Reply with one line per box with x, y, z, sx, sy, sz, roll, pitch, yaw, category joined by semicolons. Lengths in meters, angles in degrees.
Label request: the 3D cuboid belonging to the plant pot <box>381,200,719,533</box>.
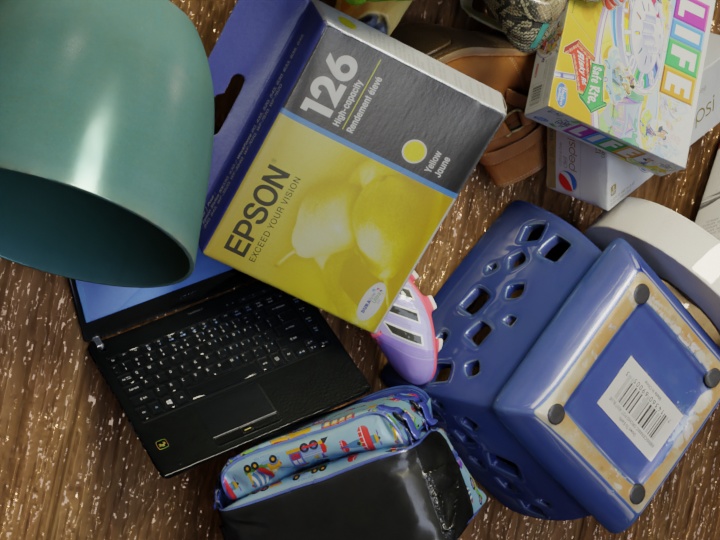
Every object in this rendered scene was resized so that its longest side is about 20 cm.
0.171;0.085;1.297;0.200;0.179;0.200;46;75;-27;plant pot

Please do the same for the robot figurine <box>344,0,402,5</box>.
0.047;-0.241;1.068;0.199;0.175;0.116;-15;77;-37;robot figurine

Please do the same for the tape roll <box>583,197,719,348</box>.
0.269;0.022;1.314;0.037;0.203;0.203;-46;117;-12;tape roll

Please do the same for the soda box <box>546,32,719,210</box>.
0.236;-0.130;1.330;0.200;0.063;0.068;-36;136;-36;soda box

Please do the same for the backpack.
0.000;0.168;1.212;0.182;0.200;0.135;-20;90;17;backpack

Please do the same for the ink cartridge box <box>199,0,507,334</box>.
-0.030;-0.079;1.131;0.199;0.047;0.198;23;114;-16;ink cartridge box

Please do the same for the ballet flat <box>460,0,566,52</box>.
0.088;-0.235;1.209;0.067;0.200;0.076;-5;136;-28;ballet flat

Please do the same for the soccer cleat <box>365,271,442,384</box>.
0.000;0.000;1.239;0.076;0.067;0.201;-22;96;-29;soccer cleat

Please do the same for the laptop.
-0.108;0.019;1.168;0.176;0.200;0.104;-21;148;-25;laptop

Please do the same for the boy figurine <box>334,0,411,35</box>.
0.004;-0.202;1.192;0.064;0.124;0.201;19;72;-17;boy figurine

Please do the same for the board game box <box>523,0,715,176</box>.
0.207;-0.191;1.240;0.134;0.034;0.201;20;73;-25;board game box

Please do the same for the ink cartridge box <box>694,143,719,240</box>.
0.367;-0.030;1.400;0.147;0.083;0.201;50;47;-26;ink cartridge box

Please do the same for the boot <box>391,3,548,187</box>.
0.084;-0.133;1.282;0.199;0.077;0.156;-31;128;-13;boot

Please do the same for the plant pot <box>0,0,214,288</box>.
-0.185;-0.100;1.058;0.200;0.200;0.162;25;69;-30;plant pot
